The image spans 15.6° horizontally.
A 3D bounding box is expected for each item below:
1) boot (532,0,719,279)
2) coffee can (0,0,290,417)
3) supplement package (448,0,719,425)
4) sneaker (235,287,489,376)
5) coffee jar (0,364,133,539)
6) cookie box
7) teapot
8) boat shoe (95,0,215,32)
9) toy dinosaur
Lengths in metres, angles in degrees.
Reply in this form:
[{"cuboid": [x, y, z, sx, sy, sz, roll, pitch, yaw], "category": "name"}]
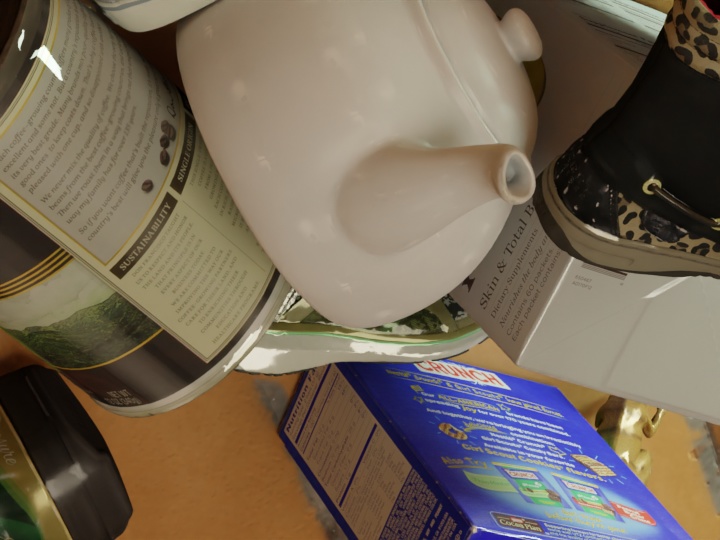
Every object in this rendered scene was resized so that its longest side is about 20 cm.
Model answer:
[{"cuboid": [0.193, -0.063, 1.157, 0.203, 0.074, 0.154, 3, 141, -24], "category": "boot"}, {"cuboid": [-0.143, -0.042, 1.237, 0.146, 0.146, 0.200, -46, 127, 4], "category": "coffee can"}, {"cuboid": [0.121, -0.046, 1.333, 0.150, 0.200, 0.152, 17, 109, -34], "category": "supplement package"}, {"cuboid": [0.000, 0.000, 1.386, 0.199, 0.077, 0.089, -7, 111, -26], "category": "sneaker"}, {"cuboid": [-0.218, 0.130, 1.324, 0.199, 0.104, 0.086, -28, 129, -9], "category": "coffee jar"}, {"cuboid": [0.071, 0.125, 1.407, 0.171, 0.200, 0.075, 15, 111, -31], "category": "cookie box"}, {"cuboid": [0.017, -0.081, 1.229, 0.146, 0.201, 0.197, -28, 163, 13], "category": "teapot"}, {"cuboid": [-0.047, -0.178, 1.162, 0.200, 0.070, 0.072, -28, 130, 19], "category": "boat shoe"}, {"cuboid": [0.141, 0.123, 1.496, 0.060, 0.106, 0.201, 11, 72, -1], "category": "toy dinosaur"}]
